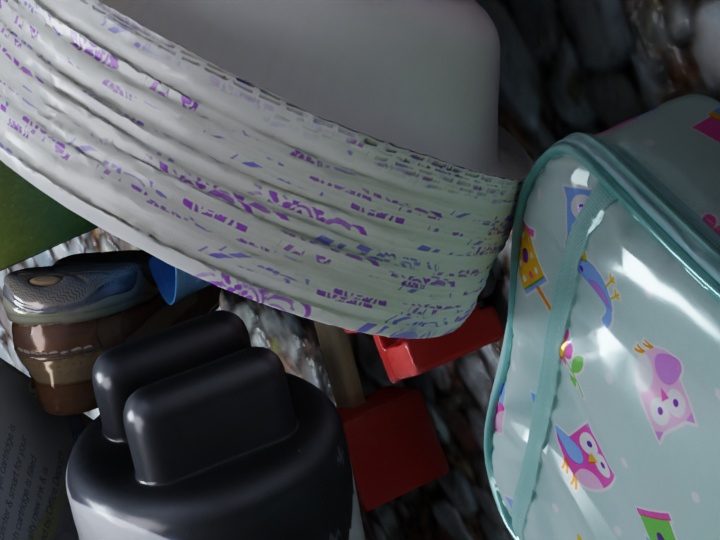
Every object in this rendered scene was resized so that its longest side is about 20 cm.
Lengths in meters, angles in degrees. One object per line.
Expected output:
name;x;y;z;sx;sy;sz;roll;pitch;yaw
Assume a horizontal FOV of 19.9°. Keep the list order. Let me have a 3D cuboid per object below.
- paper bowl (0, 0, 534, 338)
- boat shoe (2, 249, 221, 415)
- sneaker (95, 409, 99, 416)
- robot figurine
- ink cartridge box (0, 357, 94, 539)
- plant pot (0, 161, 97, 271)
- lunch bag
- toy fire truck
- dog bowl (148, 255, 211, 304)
paper bowl;-0.032;-0.068;0.705;0.200;0.200;0.105;38;109;44
boat shoe;-0.116;0.028;0.985;0.075;0.200;0.073;-3;95;18
sneaker;-0.101;0.134;1.101;0.140;0.077;0.202;-124;22;-61
robot figurine;-0.056;0.121;0.891;0.124;0.151;0.202;-2;117;16
ink cartridge box;-0.172;0.133;0.941;0.084;0.146;0.200;-19;136;33
plant pot;-0.200;-0.095;0.952;0.187;0.186;0.201;-16;99;63
lunch bag;0.109;0.052;0.686;0.160;0.077;0.201;47;146;34
toy fire truck;0.000;0.000;0.880;0.141;0.048;0.202;-20;92;65
dog bowl;-0.085;-0.074;0.927;0.201;0.049;0.112;-114;18;-45
